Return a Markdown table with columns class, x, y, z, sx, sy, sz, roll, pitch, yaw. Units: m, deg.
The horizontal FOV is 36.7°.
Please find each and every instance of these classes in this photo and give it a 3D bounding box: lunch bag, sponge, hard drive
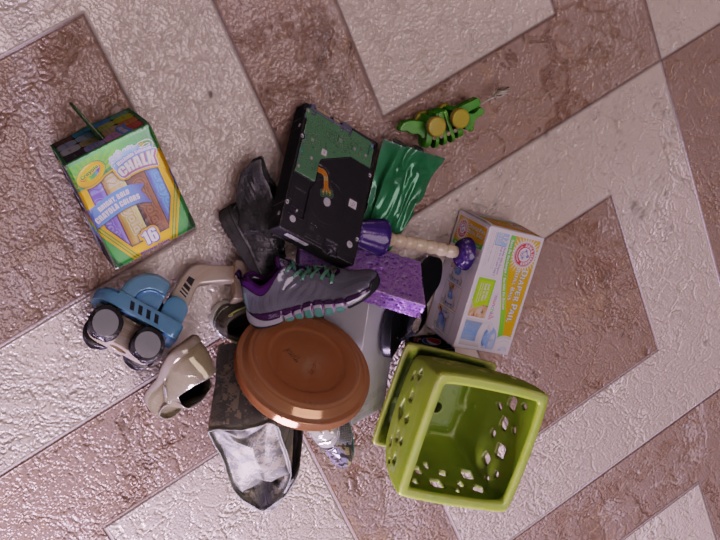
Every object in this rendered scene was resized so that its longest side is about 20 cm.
| class | x | y | z | sx | sy | sz | roll | pitch | yaw |
| --- | --- | --- | --- | --- | --- | --- | --- | --- | --- |
| lunch bag | -0.143 | 0.229 | 1.584 | 0.115 | 0.166 | 0.202 | -7 | 133 | 7 |
| sponge | 0.000 | 0.000 | 1.601 | 0.197 | 0.112 | 0.030 | 17 | 125 | -12 |
| hard drive | -0.052 | -0.121 | 1.551 | 0.139 | 0.038 | 0.203 | 26 | 64 | -33 |

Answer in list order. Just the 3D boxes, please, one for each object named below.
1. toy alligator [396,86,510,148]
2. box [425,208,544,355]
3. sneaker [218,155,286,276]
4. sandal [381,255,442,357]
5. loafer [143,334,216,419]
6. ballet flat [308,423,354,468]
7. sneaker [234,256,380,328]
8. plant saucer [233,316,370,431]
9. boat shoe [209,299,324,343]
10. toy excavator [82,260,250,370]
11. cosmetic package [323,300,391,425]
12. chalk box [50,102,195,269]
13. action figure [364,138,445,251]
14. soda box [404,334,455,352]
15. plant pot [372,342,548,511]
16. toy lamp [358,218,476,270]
| class | x | y | z | sx | sy | sz | roll | pitch | yaw |
| --- | --- | --- | --- | --- | --- | --- | --- | --- | --- |
| toy alligator | 0.148 | -0.227 | 1.653 | 0.197 | 0.059 | 0.055 | -20 | 115 | -18 |
| box | 0.198 | 0.018 | 1.735 | 0.111 | 0.101 | 0.203 | 10 | 103 | -27 |
| sneaker | -0.128 | -0.054 | 1.552 | 0.103 | 0.060 | 0.201 | -30 | 101 | 14 |
| sandal | 0.085 | 0.051 | 1.667 | 0.201 | 0.042 | 0.077 | -56 | 149 | -36 |
| loafer | -0.253 | 0.167 | 1.533 | 0.075 | 0.201 | 0.068 | -33 | 75 | -33 |
| ballet flat | -0.062 | 0.201 | 1.605 | 0.071 | 0.072 | 0.204 | -13 | 93 | -20 |
| sneaker | -0.075 | 0.016 | 1.503 | 0.197 | 0.075 | 0.089 | -16 | 113 | 8 |
| plant saucer | -0.079 | 0.134 | 1.523 | 0.197 | 0.202 | 0.033 | 0 | 137 | -25 |
| boat shoe | -0.123 | 0.075 | 1.625 | 0.198 | 0.060 | 0.073 | -3 | 107 | -25 |
| toy excavator | -0.269 | 0.044 | 1.523 | 0.192 | 0.100 | 0.202 | 28 | 71 | -11 |
| cosmetic package | -0.006 | 0.121 | 1.661 | 0.112 | 0.080 | 0.204 | -14 | 115 | -60 |
| chalk box | -0.321 | -0.131 | 1.425 | 0.123 | 0.125 | 0.202 | -27 | 118 | -14 |
| action figure | 0.040 | -0.097 | 1.649 | 0.117 | 0.055 | 0.203 | 14 | 107 | -30 |
| soda box | 0.107 | 0.211 | 1.774 | 0.062 | 0.071 | 0.204 | -4 | 108 | -23 |
| plant pot | 0.138 | 0.227 | 1.649 | 0.196 | 0.181 | 0.203 | 14 | 102 | -24 |
| toy lamp | 0.079 | -0.041 | 1.633 | 0.197 | 0.058 | 0.059 | 8 | 104 | -26 |
